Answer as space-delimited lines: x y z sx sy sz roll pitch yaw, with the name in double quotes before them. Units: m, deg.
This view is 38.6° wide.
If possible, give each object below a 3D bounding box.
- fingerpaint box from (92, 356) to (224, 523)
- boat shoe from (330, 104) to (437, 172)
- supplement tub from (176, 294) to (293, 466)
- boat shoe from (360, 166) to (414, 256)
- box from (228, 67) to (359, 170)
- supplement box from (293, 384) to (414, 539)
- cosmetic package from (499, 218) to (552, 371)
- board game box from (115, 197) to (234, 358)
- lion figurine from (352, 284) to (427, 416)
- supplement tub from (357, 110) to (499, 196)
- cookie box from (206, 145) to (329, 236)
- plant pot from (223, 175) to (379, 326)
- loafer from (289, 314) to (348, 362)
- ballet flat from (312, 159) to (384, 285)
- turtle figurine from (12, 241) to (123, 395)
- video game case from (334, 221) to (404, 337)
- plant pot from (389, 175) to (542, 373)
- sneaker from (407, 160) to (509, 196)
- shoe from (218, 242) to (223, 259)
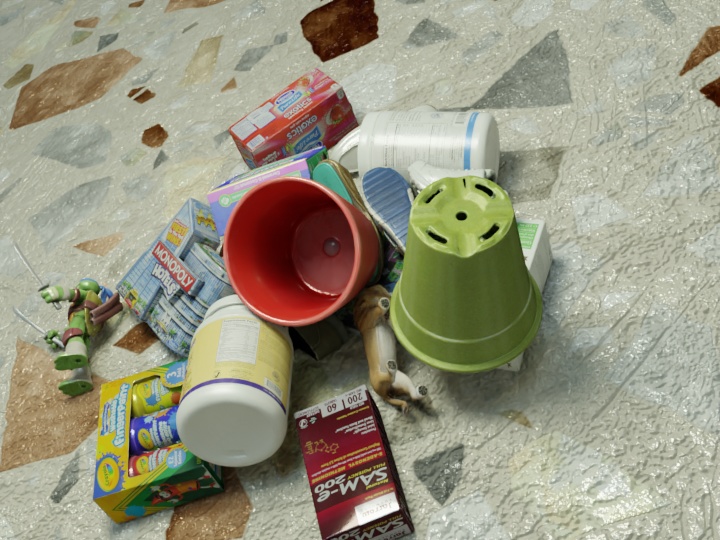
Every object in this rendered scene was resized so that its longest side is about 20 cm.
"fingerpaint box" -0.283 0.232 1.447 0.165 0.074 0.201 -17 45 9
"boat shoe" 0.047 -0.209 1.697 0.198 0.071 0.070 -26 42 0
"supplement tub" -0.164 0.144 1.382 0.144 0.146 0.201 -14 38 13
"boat shoe" 0.059 -0.066 1.506 0.072 0.073 0.201 -26 57 -5
"box" -0.116 -0.250 1.795 0.199 0.096 0.100 -37 45 -11
"supplement box" -0.011 0.254 1.308 0.108 0.061 0.201 -23 45 4
"cosmetic package" 0.186 0.029 1.404 0.107 0.085 0.201 5 51 25
"board game box" -0.275 0.000 1.609 0.200 0.061 0.201 40 101 44
"lion figurine" 0.032 0.109 1.395 0.072 0.122 0.202 7 68 -22
"supplement tub" 0.107 -0.179 1.583 0.198 0.133 0.133 3 51 19
"cookie box" -0.137 -0.131 1.642 0.170 0.076 0.200 -17 11 10
"plant pot" -0.065 -0.028 1.427 0.198 0.177 0.203 1 92 19
"loafer" -0.111 0.076 1.508 0.199 0.076 0.070 18 55 36
"ballet flat" -0.007 -0.075 1.540 0.068 0.072 0.201 -32 80 27
"turtle figurine" -0.484 0.092 1.628 0.144 0.199 0.195 -47 40 30
"video game case" 0.000 0.000 1.555 0.181 0.023 0.201 17 62 36
"plant pot" 0.127 -0.011 1.260 0.198 0.191 0.202 -4 51 5
"sneaker" 0.143 -0.111 1.456 0.099 0.078 0.200 -37 43 -9
"shoe" -0.149 -0.025 1.617 0.199 0.072 0.092 -4 50 38
